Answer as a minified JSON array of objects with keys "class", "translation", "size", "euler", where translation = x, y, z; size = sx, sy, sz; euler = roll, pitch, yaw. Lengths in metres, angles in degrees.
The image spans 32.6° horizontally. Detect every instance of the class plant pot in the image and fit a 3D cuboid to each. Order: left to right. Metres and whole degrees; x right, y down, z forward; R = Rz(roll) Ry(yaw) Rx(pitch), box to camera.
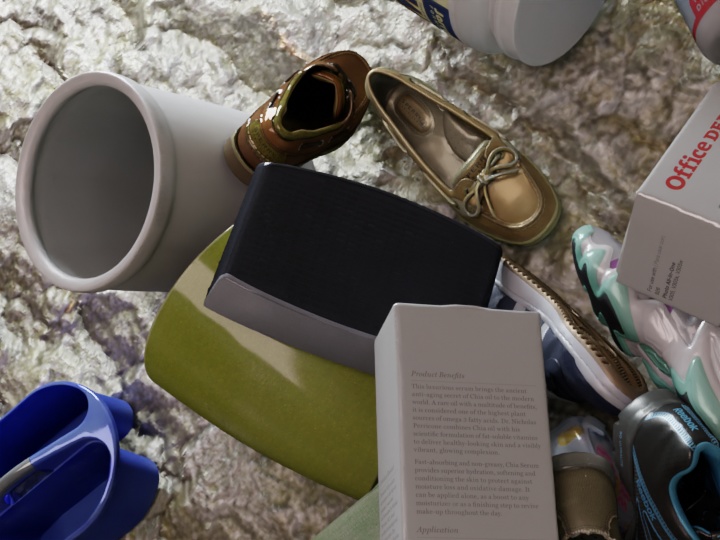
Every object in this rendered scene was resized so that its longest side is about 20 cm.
[{"class":"plant pot","translation":[-0.033,0.079,0.958],"size":[0.200,0.187,0.188],"euler":[40,98,21]}]

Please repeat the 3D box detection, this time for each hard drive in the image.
[{"class":"hard drive","translation":[0.000,0.000,0.890],"size":[0.199,0.042,0.136],"euler":[19,64,-1]}]

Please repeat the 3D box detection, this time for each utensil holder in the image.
[{"class":"utensil holder","translation":[-0.153,-0.062,1.018],"size":[0.169,0.199,0.172],"euler":[-4,84,37]}]

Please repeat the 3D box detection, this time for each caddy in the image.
[{"class":"caddy","translation":[-0.279,0.189,1.096],"size":[0.200,0.105,0.142],"euler":[-39,62,16]}]

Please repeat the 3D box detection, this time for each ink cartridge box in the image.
[{"class":"ink cartridge box","translation":[0.286,-0.023,0.790],"size":[0.199,0.084,0.146],"euler":[25,49,22]}]

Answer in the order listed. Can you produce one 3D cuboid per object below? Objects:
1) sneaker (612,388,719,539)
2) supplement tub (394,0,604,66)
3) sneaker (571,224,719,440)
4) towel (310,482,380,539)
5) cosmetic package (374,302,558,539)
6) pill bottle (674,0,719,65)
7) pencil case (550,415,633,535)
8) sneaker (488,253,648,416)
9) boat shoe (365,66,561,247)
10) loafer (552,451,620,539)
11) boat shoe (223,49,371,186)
[{"class":"sneaker","translation":[0.211,0.181,0.796],"size":[0.073,0.082,0.201],"euler":[-19,107,-11]},{"class":"supplement tub","translation":[0.089,-0.263,0.979],"size":[0.200,0.145,0.145],"euler":[38,97,31]},{"class":"sneaker","translation":[0.250,0.022,0.861],"size":[0.139,0.078,0.201],"euler":[-33,67,-4]},{"class":"towel","translation":[0.047,0.244,0.833],"size":[0.153,0.023,0.200],"euler":[-44,75,25]},{"class":"cosmetic package","translation":[0.065,0.128,0.784],"size":[0.101,0.071,0.202],"euler":[4,66,-10]},{"class":"pill bottle","translation":[0.262,-0.260,0.903],"size":[0.108,0.109,0.201],"euler":[-29,66,20]},{"class":"pencil case","translation":[0.103,0.180,0.899],"size":[0.199,0.083,0.091],"euler":[-27,76,20]},{"class":"sneaker","translation":[0.123,0.075,0.896],"size":[0.109,0.070,0.200],"euler":[-52,32,9]},{"class":"boat shoe","translation":[0.078,-0.094,0.992],"size":[0.073,0.063,0.201],"euler":[-47,60,11]},{"class":"loafer","translation":[0.136,0.216,0.824],"size":[0.075,0.201,0.070],"euler":[-2,33,3]},{"class":"boat shoe","translation":[-0.031,-0.133,0.999],"size":[0.072,0.200,0.068],"euler":[45,131,-8]}]
